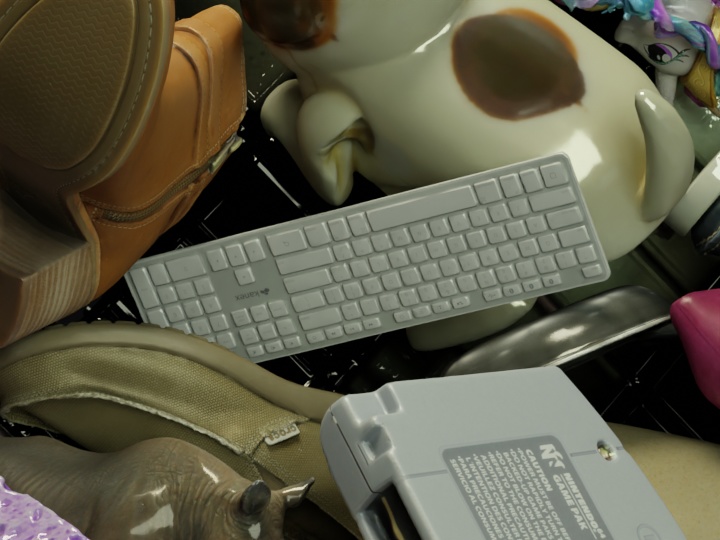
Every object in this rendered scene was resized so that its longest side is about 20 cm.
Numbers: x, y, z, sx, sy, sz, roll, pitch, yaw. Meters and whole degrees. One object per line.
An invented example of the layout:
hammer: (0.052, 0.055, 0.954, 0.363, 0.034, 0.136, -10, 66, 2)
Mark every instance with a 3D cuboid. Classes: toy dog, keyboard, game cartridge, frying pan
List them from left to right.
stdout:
keyboard: (0.000, 0.000, 1.146, 0.056, 0.200, 0.011, 66, 24, -24)
toy dog: (0.028, -0.081, 1.161, 0.140, 0.194, 0.200, -45, 105, -14)
game cartridge: (0.077, 0.127, 1.035, 0.133, 0.040, 0.200, -5, 59, -41)
frying pan: (0.108, 0.024, 1.190, 0.190, 0.115, 0.031, -21, 84, -34)

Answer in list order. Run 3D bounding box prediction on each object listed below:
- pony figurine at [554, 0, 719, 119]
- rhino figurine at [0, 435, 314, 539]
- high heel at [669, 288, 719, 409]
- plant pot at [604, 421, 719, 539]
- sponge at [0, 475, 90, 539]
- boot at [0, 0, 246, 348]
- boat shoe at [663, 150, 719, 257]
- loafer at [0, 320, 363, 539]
pony figurine: (0.122, -0.178, 1.251, 0.200, 0.167, 0.193, 29, 103, -17)
rhino figurine: (-0.088, 0.108, 1.093, 0.060, 0.200, 0.088, 15, 77, -59)
high heel: (0.176, 0.020, 1.205, 0.067, 0.200, 0.096, -44, 94, 12)
plant pot: (0.122, 0.143, 1.167, 0.200, 0.187, 0.187, 26, 71, -1)
sponge: (-0.148, 0.131, 1.041, 0.200, 0.030, 0.112, 30, 63, 30)
boot: (-0.088, -0.072, 1.100, 0.074, 0.200, 0.155, 40, 42, 10)
boat shoe: (0.193, -0.043, 1.234, 0.062, 0.075, 0.200, 44, 25, 6)
loafer: (-0.058, 0.073, 1.154, 0.200, 0.076, 0.068, 15, 68, -17)
